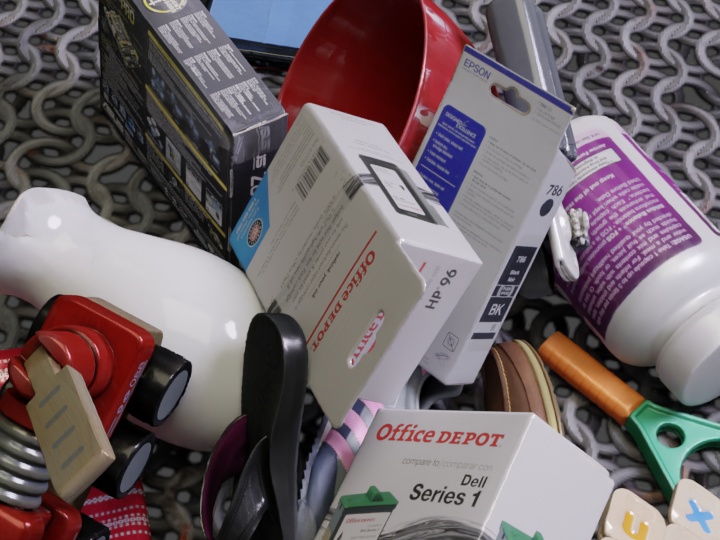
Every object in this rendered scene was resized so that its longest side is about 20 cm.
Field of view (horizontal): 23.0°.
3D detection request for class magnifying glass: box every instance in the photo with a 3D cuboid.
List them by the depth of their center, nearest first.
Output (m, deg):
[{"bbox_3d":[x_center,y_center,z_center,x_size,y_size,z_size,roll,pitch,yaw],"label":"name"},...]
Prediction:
[{"bbox_3d":[0.203,0.109,1.199,0.200,0.022,0.080,38,59,23],"label":"magnifying glass"}]

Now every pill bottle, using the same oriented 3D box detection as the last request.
[{"bbox_3d":[0.193,-0.005,1.229,0.112,0.112,0.200,-25,58,-21],"label":"pill bottle"}]

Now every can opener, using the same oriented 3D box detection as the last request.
[{"bbox_3d":[0.111,-0.084,1.177,0.066,0.053,0.200,-11,78,17],"label":"can opener"}]

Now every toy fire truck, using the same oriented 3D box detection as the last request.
[{"bbox_3d":[-0.180,0.108,1.002,0.129,0.200,0.176,28,93,12],"label":"toy fire truck"}]

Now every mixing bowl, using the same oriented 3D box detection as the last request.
[{"bbox_3d":[0.029,-0.100,1.262,0.108,0.200,0.200,20,46,-29],"label":"mixing bowl"}]

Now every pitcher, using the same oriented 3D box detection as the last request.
[{"bbox_3d":[-0.135,0.027,1.183,0.200,0.121,0.172,35,15,7],"label":"pitcher"}]

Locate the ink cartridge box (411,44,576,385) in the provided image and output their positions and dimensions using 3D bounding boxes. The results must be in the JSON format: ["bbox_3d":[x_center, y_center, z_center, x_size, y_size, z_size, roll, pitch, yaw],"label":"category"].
[{"bbox_3d":[0.071,-0.035,1.145,0.099,0.200,0.039,37,22,33],"label":"ink cartridge box"}]

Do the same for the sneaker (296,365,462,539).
[{"bbox_3d":[0.010,0.126,1.141,0.082,0.070,0.200,14,55,8],"label":"sneaker"}]

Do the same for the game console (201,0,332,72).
[{"bbox_3d":[-0.056,-0.256,1.398,0.200,0.119,0.172,9,52,3],"label":"game console"}]

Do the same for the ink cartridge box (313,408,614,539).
[{"bbox_3d":[0.039,0.182,1.022,0.146,0.084,0.200,-4,52,50],"label":"ink cartridge box"}]

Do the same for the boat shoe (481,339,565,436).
[{"bbox_3d":[0.096,0.131,1.142,0.068,0.072,0.200,-1,55,-7],"label":"boat shoe"}]

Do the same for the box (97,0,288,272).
[{"bbox_3d":[-0.124,-0.113,1.257,0.049,0.161,0.200,-25,57,-21],"label":"box"}]

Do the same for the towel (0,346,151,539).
[{"bbox_3d":[-0.215,0.131,1.150,0.145,0.022,0.200,-7,53,-11],"label":"towel"}]

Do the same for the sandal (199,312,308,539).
[{"bbox_3d":[-0.071,0.124,1.079,0.048,0.200,0.075,-1,10,-28],"label":"sandal"}]

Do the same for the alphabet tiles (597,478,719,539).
[{"bbox_3d":[0.224,0.215,1.066,0.200,0.015,0.196,35,34,-4],"label":"alphabet tiles"}]

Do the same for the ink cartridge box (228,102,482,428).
[{"bbox_3d":[0.000,0.000,1.094,0.068,0.116,0.200,14,29,-34],"label":"ink cartridge box"}]
